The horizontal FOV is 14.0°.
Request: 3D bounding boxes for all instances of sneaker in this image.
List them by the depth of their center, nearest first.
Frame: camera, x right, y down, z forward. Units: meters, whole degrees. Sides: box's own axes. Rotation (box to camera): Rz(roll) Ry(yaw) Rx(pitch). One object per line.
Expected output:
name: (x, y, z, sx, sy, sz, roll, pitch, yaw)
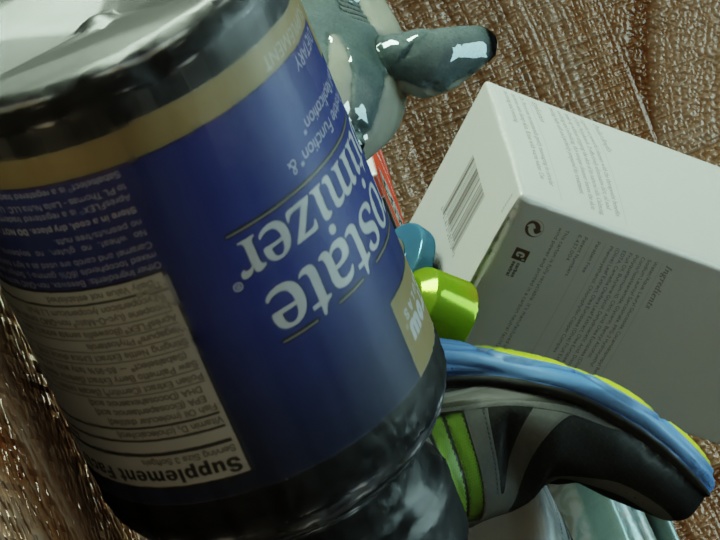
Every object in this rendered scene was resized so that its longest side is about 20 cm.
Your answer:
sneaker: (0.022, 0.064, 0.997, 0.071, 0.199, 0.083, -175, -88, -76)

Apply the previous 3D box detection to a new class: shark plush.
shark plush: (-0.042, -0.055, 0.986, 0.083, 0.091, 0.200, 52, 44, -3)

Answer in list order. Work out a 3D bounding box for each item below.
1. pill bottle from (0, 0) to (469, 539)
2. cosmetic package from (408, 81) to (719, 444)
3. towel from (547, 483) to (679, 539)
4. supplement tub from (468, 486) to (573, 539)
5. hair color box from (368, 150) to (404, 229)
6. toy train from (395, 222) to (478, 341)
pill bottle: (-0.041, 0.009, 0.849, 0.112, 0.112, 0.200, -105, 173, -64)
cosmetic package: (0.131, 0.005, 1.253, 0.199, 0.085, 0.108, 21, 26, -17)
towel: (0.070, 0.165, 1.253, 0.048, 0.171, 0.201, 3, 61, -51)
supplement tub: (0.028, 0.132, 1.120, 0.200, 0.122, 0.123, 60, 9, -68)
hair color box: (-0.040, -0.046, 1.350, 0.200, 0.101, 0.061, -107, 176, -62)
toy train: (0.000, 0.000, 1.147, 0.116, 0.085, 0.200, 33, 2, -26)
